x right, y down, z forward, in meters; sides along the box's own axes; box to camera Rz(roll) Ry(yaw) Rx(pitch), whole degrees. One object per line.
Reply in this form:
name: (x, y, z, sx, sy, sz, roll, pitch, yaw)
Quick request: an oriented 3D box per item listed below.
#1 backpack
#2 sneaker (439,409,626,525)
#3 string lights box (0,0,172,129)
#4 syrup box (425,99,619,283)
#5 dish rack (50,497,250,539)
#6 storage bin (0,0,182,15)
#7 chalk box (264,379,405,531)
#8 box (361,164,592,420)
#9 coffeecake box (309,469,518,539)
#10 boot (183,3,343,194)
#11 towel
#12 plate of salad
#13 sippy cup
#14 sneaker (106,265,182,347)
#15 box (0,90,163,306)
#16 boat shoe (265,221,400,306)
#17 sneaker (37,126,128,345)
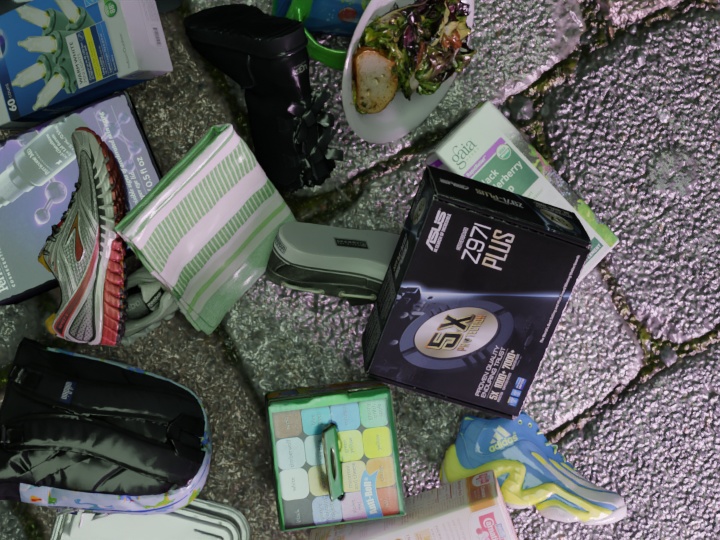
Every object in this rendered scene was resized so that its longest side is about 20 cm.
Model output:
backpack: (-0.242, 0.165, 1.258, 0.197, 0.154, 0.165, 1, 59, 5)
sneaker: (0.184, 0.197, 1.331, 0.197, 0.076, 0.106, 11, 87, -4)
string lights box: (-0.286, -0.213, 1.254, 0.198, 0.059, 0.104, -16, 90, 29)
syrup box: (0.164, -0.074, 1.333, 0.079, 0.081, 0.200, -44, 94, -5)
dish rack: (-0.222, 0.307, 1.304, 0.198, 0.044, 0.174, 16, 87, -4)
storage bin: (-0.282, -0.341, 1.276, 0.197, 0.146, 0.136, -5, 79, -6)
chalk box: (-0.026, 0.176, 1.247, 0.122, 0.200, 0.126, -6, 89, -6)
box: (0.108, 0.023, 1.255, 0.162, 0.086, 0.202, 17, 111, -10)
coffeecake box: (0.066, 0.308, 1.283, 0.198, 0.073, 0.155, -19, 102, 6)
boot: (-0.100, -0.175, 1.297, 0.073, 0.197, 0.164, -28, 123, -28)
towel: (-0.139, -0.038, 1.236, 0.023, 0.200, 0.153, 35, 77, 32)
plate of salad: (0.057, -0.215, 1.279, 0.048, 0.200, 0.201, 31, 84, 31)
sippy cup: (-0.010, -0.293, 1.304, 0.129, 0.140, 0.180, 12, 98, -16)
sneaker: (-0.187, 0.011, 1.298, 0.199, 0.081, 0.076, -35, 90, -7)
box: (-0.291, -0.068, 1.276, 0.198, 0.104, 0.149, -24, 92, -6)
boat shoe: (0.000, 0.000, 1.326, 0.198, 0.071, 0.064, 11, 126, -18)
sneaker: (-0.258, -0.031, 1.188, 0.081, 0.078, 0.203, 0, 90, -5)
